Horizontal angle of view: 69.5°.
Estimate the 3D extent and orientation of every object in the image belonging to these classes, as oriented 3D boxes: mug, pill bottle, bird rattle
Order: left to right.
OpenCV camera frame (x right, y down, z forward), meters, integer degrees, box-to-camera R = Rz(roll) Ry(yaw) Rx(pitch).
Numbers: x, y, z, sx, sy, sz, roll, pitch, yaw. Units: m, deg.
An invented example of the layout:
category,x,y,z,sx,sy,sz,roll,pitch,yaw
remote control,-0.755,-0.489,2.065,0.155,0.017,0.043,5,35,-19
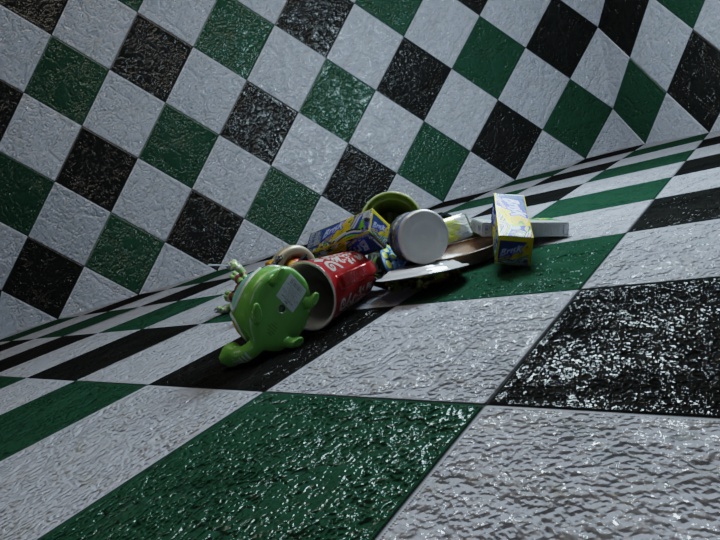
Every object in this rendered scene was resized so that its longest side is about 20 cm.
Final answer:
category,x,y,z,sx,sy,sz,roll,pitch,yaw
bird rattle,-0.133,0.024,1.150,0.198,0.166,0.112,-29,26,-29
mug,-0.040,0.033,1.059,0.174,0.137,0.199,9,14,25
pill bottle,0.123,-0.076,1.176,0.111,0.116,0.200,-17,5,-5

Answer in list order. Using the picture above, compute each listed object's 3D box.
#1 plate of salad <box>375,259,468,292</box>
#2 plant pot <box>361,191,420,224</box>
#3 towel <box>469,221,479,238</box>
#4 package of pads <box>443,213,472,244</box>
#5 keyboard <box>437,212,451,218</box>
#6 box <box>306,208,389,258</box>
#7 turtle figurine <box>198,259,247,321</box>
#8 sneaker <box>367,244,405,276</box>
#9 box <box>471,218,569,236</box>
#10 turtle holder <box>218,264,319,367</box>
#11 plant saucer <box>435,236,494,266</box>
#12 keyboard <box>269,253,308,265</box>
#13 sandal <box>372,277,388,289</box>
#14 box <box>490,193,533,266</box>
category,x,y,z,sx,sy,sz,roll,pitch,yaw
plate of salad,0.128,0.014,1.072,0.195,0.049,0.200,-10,1,0
plant pot,0.098,-0.133,1.652,0.196,0.205,0.184,-15,-3,2
towel,0.250,-0.130,1.462,0.197,0.018,0.086,15,-18,31
package of pads,0.183,-0.079,1.374,0.196,0.070,0.155,-19,-7,-13
keyboard,0.138,-0.121,1.383,0.198,0.040,0.103,-25,-10,34
box,-0.031,-0.069,1.185,0.197,0.070,0.065,-17,49,38
turtle figurine,-0.387,0.046,1.514,0.196,0.147,0.193,-15,4,-16
sneaker,0.061,-0.018,1.327,0.069,0.085,0.200,12,12,-17
box,0.371,-0.104,1.229,0.195,0.037,0.144,1,10,1
turtle holder,-0.171,0.084,0.937,0.139,0.190,0.130,13,-7,-44
plant saucer,0.243,-0.038,1.217,0.196,0.037,0.201,-17,9,3
keyboard,-0.172,0.036,1.050,0.020,0.129,0.200,14,48,38
sandal,0.001,0.000,1.224,0.074,0.049,0.199,18,0,-41
box,0.309,-0.089,1.067,0.068,0.066,0.201,5,32,9
